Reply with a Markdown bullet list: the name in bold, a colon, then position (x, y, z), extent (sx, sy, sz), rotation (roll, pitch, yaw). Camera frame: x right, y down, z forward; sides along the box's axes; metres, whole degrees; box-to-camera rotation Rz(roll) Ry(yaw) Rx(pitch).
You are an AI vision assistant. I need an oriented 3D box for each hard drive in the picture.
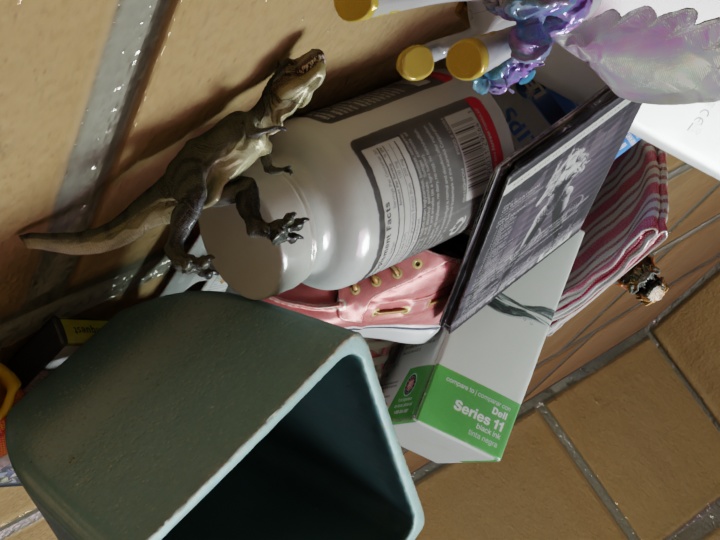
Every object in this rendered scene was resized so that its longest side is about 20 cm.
- **hard drive**: position (0.224, -0.153, 0.939), extent (0.199, 0.027, 0.132), rotation (23, 115, -25)

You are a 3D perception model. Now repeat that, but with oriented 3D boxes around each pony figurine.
- **pony figurine**: position (0.113, -0.161, 0.762), extent (0.192, 0.168, 0.199), rotation (-4, -167, 40)

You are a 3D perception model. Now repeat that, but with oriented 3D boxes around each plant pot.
- **plant pot**: position (-0.109, 0.128, 0.850), extent (0.196, 0.199, 0.197), rotation (-43, 138, -25)

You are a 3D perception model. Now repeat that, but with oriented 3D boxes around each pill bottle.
- **pill bottle**: position (-0.002, -0.053, 0.862), extent (0.199, 0.111, 0.111), rotation (-24, 163, -38)

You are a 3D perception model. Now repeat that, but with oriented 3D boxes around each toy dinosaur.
- **toy dinosaur**: position (-0.086, -0.041, 0.752), extent (0.199, 0.088, 0.048), rotation (-35, 152, -6)
- **toy dinosaur**: position (0.274, -0.031, 1.514), extent (0.102, 0.136, 0.199), rotation (-49, -149, -13)

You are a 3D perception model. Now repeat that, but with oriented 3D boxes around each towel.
- **towel**: position (0.203, -0.045, 1.151), extent (0.146, 0.030, 0.201), rotation (-44, -163, 32)

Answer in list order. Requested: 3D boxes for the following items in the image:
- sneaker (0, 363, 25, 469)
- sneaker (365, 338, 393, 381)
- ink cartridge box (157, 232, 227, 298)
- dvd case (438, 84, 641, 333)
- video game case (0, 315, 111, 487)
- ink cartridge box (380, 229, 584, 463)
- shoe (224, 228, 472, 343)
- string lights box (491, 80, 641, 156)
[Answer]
- **sneaker**: position (-0.302, 0.113, 0.836), extent (0.199, 0.073, 0.078), rotation (-30, 143, -33)
- **sneaker**: position (0.010, 0.044, 1.079), extent (0.075, 0.106, 0.200), rotation (18, 140, -31)
- **ink cartridge box**: position (-0.084, -0.001, 0.994), extent (0.172, 0.044, 0.200), rotation (-7, 152, -35)
- **dvd case**: position (0.126, -0.048, 0.935), extent (0.148, 0.016, 0.201), rotation (-36, 160, -26)
- **video game case**: position (-0.206, 0.102, 0.992), extent (0.200, 0.026, 0.180), rotation (-42, 153, 29)
- **ink cartridge box**: position (0.088, 0.048, 1.090), extent (0.202, 0.082, 0.147), rotation (-67, -168, -14)
- **shoe**: position (0.000, 0.000, 0.949), extent (0.199, 0.072, 0.091), rotation (4, 130, -42)
- **string lights box**: position (0.195, -0.155, 1.013), extent (0.199, 0.103, 0.059), rotation (-38, 165, 12)
